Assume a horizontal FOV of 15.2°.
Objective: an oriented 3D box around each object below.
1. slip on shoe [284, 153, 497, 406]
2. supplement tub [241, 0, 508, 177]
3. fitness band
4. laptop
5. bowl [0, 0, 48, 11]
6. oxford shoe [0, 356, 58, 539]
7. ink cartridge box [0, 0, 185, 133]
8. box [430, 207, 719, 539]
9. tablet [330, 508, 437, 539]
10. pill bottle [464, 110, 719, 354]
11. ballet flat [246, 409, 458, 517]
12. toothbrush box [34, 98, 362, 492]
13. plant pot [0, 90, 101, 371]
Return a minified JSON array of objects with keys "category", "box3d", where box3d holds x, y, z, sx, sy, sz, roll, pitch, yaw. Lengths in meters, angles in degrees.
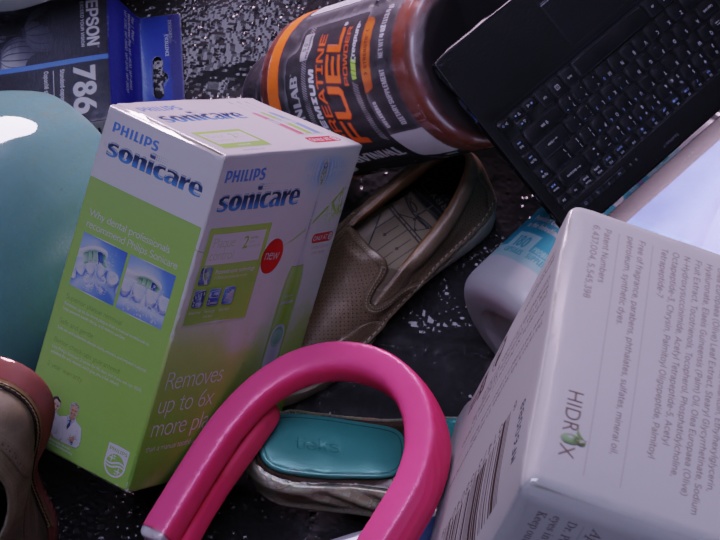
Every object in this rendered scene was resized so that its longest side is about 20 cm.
[{"category":"slip on shoe","box3d":[0.000,0.000,1.616,0.200,0.061,0.076,-37,65,-12]},{"category":"supplement tub","box3d":[0.012,-0.111,1.602,0.107,0.200,0.107,6,80,-35]},{"category":"fitness band","box3d":[-0.036,0.129,1.468,0.144,0.037,0.200,21,70,36]},{"category":"laptop","box3d":[0.177,-0.098,1.491,0.177,0.103,0.200,-40,94,-23]},{"category":"bowl","box3d":[-0.196,-0.249,1.741,0.200,0.075,0.200,-21,48,-10]},{"category":"oxford shoe","box3d":[-0.212,0.136,1.490,0.070,0.200,0.075,15,46,11]},{"category":"ink cartridge box","box3d":[-0.212,-0.121,1.717,0.200,0.039,0.100,-7,61,2]},{"category":"box","box3d":[0.142,0.117,1.393,0.171,0.199,0.200,19,47,-5]},{"category":"tablet","box3d":[-0.020,0.219,1.506,0.200,0.014,0.130,-17,88,-1]},{"category":"pill bottle","box3d":[0.164,-0.017,1.578,0.200,0.111,0.111,-43,66,-15]},{"category":"ballet flat","box3d":[0.032,0.118,1.553,0.200,0.062,0.067,10,60,4]},{"category":"toothbrush box","box3d":[-0.095,0.010,1.520,0.086,0.146,0.200,24,105,27]},{"category":"plant pot","box3d":[-0.218,-0.011,1.579,0.161,0.201,0.201,-37,64,-25]}]
